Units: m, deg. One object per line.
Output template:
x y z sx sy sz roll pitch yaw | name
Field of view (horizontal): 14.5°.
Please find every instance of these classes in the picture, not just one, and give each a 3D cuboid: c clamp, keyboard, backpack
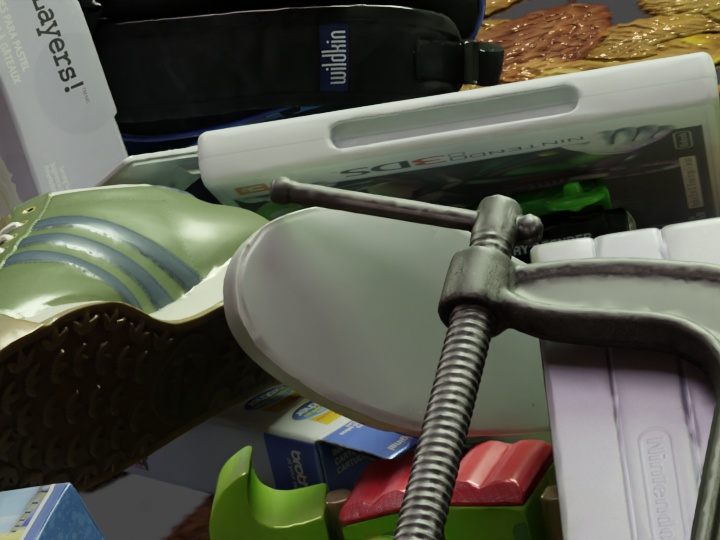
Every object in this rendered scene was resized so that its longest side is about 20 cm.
0.045 0.055 0.797 0.170 0.027 0.200 2 49 9 | c clamp
-0.136 0.016 1.027 0.200 0.011 0.056 -39 -17 25 | keyboard
-0.063 -0.149 1.155 0.190 0.200 0.154 -20 20 -5 | backpack

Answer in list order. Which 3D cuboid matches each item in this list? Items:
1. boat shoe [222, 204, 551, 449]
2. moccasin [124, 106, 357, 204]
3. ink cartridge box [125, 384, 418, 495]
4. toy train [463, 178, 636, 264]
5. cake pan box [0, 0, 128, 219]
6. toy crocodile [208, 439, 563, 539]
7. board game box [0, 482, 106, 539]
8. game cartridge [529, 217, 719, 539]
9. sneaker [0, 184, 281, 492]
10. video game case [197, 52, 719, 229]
0.043 0.030 0.916 0.200 0.071 0.064 14 -17 -21 | boat shoe
-0.053 -0.041 1.214 0.200 0.068 0.080 -24 24 -21 | moccasin
-0.020 0.042 1.026 0.200 0.042 0.119 7 27 44 | ink cartridge box
0.000 0.000 1.020 0.200 0.042 0.056 -10 10 3 | toy train
-0.173 -0.070 1.122 0.052 0.200 0.184 -28 15 -40 | cake pan box
0.051 0.079 0.868 0.200 0.062 0.068 -3 23 18 | toy crocodile
-0.182 0.128 0.817 0.200 0.034 0.135 -9 34 30 | board game box
0.121 0.066 0.803 0.129 0.038 0.200 -6 49 3 | game cartridge
-0.097 0.016 0.912 0.090 0.067 0.200 24 26 29 | sneaker
0.047 -0.033 1.064 0.181 0.023 0.200 -8 -12 7 | video game case
